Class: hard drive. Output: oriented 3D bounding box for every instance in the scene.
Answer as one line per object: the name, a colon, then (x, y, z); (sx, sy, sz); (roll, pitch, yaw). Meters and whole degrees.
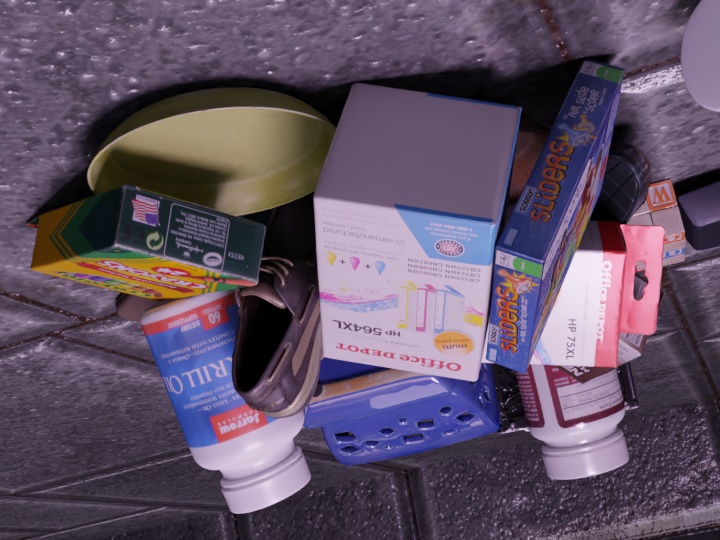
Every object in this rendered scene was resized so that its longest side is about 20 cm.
hard drive: (0.436, -0.078, 1.136); (0.198, 0.043, 0.135); (-19, 161, 12)

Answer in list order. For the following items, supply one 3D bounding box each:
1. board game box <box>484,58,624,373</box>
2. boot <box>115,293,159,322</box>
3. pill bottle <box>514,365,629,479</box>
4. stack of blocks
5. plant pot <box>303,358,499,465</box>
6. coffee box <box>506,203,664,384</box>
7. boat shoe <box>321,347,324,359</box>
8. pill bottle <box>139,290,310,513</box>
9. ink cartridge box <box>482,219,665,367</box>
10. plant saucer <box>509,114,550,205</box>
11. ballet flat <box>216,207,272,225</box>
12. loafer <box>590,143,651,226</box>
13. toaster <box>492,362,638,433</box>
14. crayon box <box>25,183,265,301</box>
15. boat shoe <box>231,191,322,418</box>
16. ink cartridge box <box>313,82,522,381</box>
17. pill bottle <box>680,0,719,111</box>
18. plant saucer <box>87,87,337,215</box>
board game box: (0.146, -0.042, 0.811); (0.034, 0.201, 0.136); (18, 144, 16)
boot: (-0.169, 0.074, 1.106); (0.199, 0.148, 0.070); (-21, 162, 33)
pill bottle: (0.235, 0.125, 1.226); (0.113, 0.202, 0.114); (-13, 180, 0)
stack of blocks: (0.246, -0.028, 1.173); (0.198, 0.059, 0.115); (-15, 162, 13)
plant pot: (0.029, 0.087, 1.196); (0.198, 0.202, 0.180); (-15, 155, 16)
coffee box: (0.182, 0.017, 1.077); (0.199, 0.080, 0.114); (33, 153, -8)
boat shoe: (0.000, 0.000, 0.951); (0.200, 0.068, 0.072); (-42, -171, 11)
pill bottle: (-0.117, 0.112, 0.991); (0.111, 0.202, 0.112); (-22, -175, 2)
ink cartridge box: (0.173, 0.020, 0.973); (0.198, 0.117, 0.067); (1, -155, 7)
plant saucer: (0.077, -0.090, 0.924); (0.198, 0.037, 0.201); (-9, 162, -3)
ballet flat: (-0.073, -0.026, 1.003); (0.199, 0.068, 0.070); (9, 167, -37)
loafer: (0.237, -0.080, 1.019); (0.072, 0.073, 0.200); (-41, 172, -11)
toaster: (0.232, 0.095, 1.350); (0.179, 0.202, 0.119); (-11, 174, 0)
crayon box: (-0.183, -0.016, 0.883); (0.126, 0.051, 0.199); (16, 165, -35)
boat shoe: (-0.063, 0.020, 0.900); (0.074, 0.202, 0.073); (-1, 166, 26)
ink cartridge box: (0.042, -0.017, 0.816); (0.127, 0.126, 0.201); (9, 138, 9)
pill bottle: (0.328, -0.150, 0.758); (0.198, 0.113, 0.112); (-2, 161, -25)
plant saucer: (-0.109, -0.090, 0.827); (0.198, 0.031, 0.200); (-8, 163, -3)
